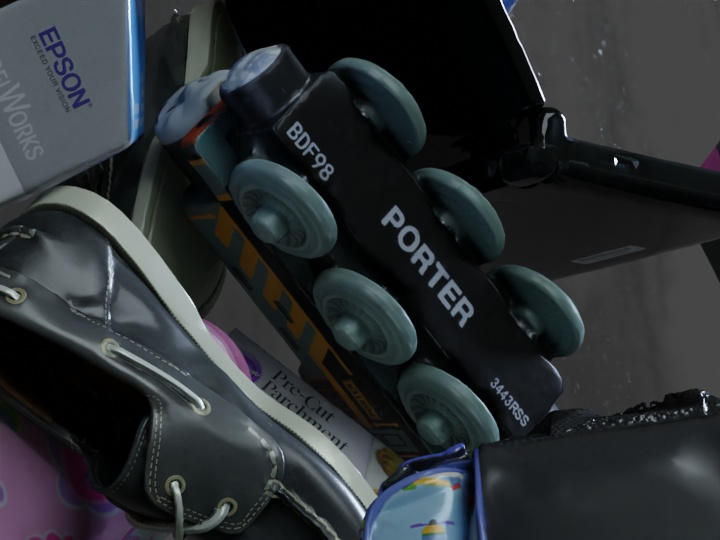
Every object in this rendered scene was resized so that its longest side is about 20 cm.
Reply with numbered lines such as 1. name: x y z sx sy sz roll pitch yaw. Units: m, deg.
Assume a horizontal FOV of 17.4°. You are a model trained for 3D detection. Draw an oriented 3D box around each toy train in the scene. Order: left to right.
1. toy train: 0.000 0.000 0.907 0.200 0.114 0.085 51 61 -20

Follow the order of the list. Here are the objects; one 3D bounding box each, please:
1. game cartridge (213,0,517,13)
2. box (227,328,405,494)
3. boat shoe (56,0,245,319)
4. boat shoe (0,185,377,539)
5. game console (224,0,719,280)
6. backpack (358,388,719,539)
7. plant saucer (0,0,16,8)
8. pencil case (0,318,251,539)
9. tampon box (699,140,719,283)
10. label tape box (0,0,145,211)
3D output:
1. game cartridge: 0.001 -0.134 0.988 0.133 0.200 0.041 31 68 -3
2. box: 0.012 0.103 0.912 0.200 0.039 0.041 38 40 8
3. boat shoe: -0.093 -0.041 0.980 0.066 0.075 0.199 -10 42 15
4. boat shoe: -0.059 0.066 0.775 0.200 0.072 0.068 47 42 -1
5. game console: 0.052 -0.073 0.974 0.176 0.200 0.116 10 78 -24
6. backpack: 0.077 0.142 0.684 0.134 0.200 0.183 -8 73 3
7. plant saucer: -0.148 -0.104 0.912 0.200 0.200 0.032 -25 88 -45
8. pencil case: -0.125 0.076 0.824 0.087 0.087 0.200 45 41 15
9. tampon box: 0.267 -0.007 1.101 0.126 0.150 0.200 3 47 -31
10. label tape box: -0.122 -0.058 0.840 0.143 0.200 0.066 -129 -164 -84
